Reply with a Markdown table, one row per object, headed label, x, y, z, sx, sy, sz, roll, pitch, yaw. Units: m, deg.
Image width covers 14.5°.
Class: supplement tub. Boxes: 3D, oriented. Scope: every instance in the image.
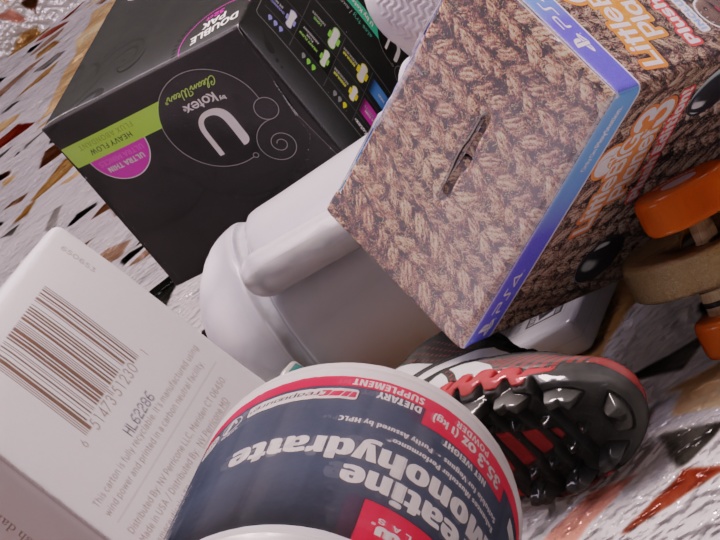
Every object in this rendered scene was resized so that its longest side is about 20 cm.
| label | x | y | z | sx | sy | sz | roll | pitch | yaw |
| --- | --- | --- | --- | --- | --- | --- | --- | --- | --- |
| supplement tub | -0.016 | 0.138 | 1.119 | 0.140 | 0.140 | 0.200 | -31 | 17 | 24 |

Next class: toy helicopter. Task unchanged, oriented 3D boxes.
| label | x | y | z | sx | sy | sz | roll | pitch | yaw |
| --- | --- | --- | --- | --- | --- | --- | --- | --- | --- |
| toy helicopter | 0.210 | -0.038 | 1.298 | 0.200 | 0.079 | 0.132 | -28 | 5 | -6 |

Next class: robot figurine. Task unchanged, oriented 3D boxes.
| label | x | y | z | sx | sy | sz | roll | pitch | yaw |
| --- | --- | --- | --- | --- | --- | --- | --- | --- | --- |
| robot figurine | 0.000 | 0.000 | 1.453 | 0.200 | 0.113 | 0.170 | -34 | -24 | 15 |

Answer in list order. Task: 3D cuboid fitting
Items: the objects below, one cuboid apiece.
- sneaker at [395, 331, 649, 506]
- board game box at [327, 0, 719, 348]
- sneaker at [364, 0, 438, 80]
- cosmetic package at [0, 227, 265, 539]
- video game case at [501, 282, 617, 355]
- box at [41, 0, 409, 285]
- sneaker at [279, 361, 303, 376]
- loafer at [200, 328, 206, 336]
| label | x | y | z | sx | sy | sz | roll | pitch | yaw |
| --- | --- | --- | --- | --- | --- | --- | --- | --- | --- |
| sneaker | 0.064 | 0.062 | 1.294 | 0.200 | 0.071 | 0.098 | -21 | 25 | 50 |
| board game box | 0.109 | -0.076 | 1.306 | 0.200 | 0.097 | 0.159 | -22 | -30 | -45 |
| sneaker | 0.044 | -0.112 | 1.447 | 0.115 | 0.200 | 0.075 | -6 | 74 | 40 |
| cosmetic package | -0.154 | 0.126 | 1.326 | 0.200 | 0.166 | 0.167 | -48 | 8 | 34 |
| video game case | 0.069 | 0.017 | 1.508 | 0.182 | 0.023 | 0.200 | -28 | 19 | 31 |
| box | -0.060 | -0.117 | 1.583 | 0.149 | 0.124 | 0.200 | -25 | 27 | 32 |
| sneaker | -0.071 | 0.099 | 1.445 | 0.200 | 0.093 | 0.070 | -23 | 21 | 42 |
| loafer | -0.070 | 0.063 | 1.616 | 0.200 | 0.073 | 0.071 | -44 | 6 | -41 |
